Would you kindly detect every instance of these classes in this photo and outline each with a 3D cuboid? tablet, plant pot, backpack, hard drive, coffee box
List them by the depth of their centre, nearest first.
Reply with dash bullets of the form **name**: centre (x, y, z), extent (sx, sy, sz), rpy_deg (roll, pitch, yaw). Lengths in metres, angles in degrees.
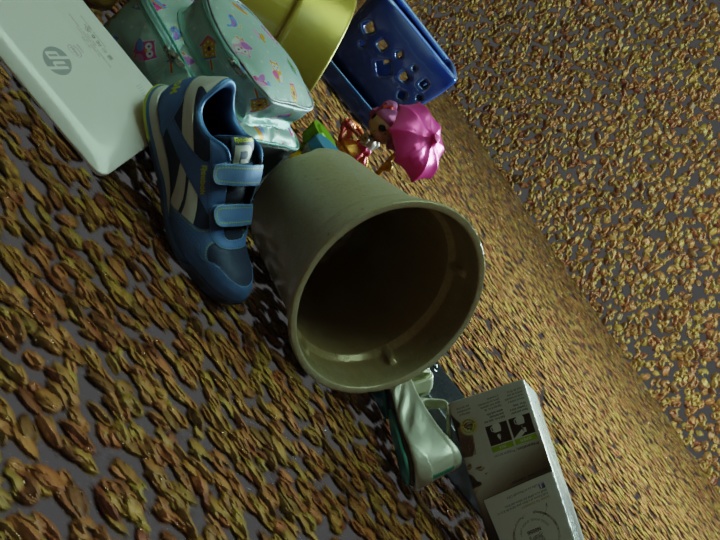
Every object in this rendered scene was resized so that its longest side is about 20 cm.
- **tablet**: centre (-0.247, -0.180, 1.212), extent (0.200, 0.014, 0.130), rpy_deg (50, 37, -5)
- **coffee box**: centre (0.154, 0.215, 1.351), extent (0.113, 0.079, 0.202), rpy_deg (43, 29, -72)
- **backpack**: centre (-0.153, -0.180, 1.358), extent (0.200, 0.153, 0.176), rpy_deg (47, 17, 11)
- **plant pot**: centre (-0.013, -0.018, 1.362), extent (0.200, 0.201, 0.184), rpy_deg (40, 5, -42)
- **hard drive**: centre (0.103, 0.174, 1.519), extent (0.201, 0.042, 0.135), rpy_deg (53, 12, 6)
- **plant pot**: centre (-0.134, -0.284, 1.652), extent (0.188, 0.201, 0.201), rpy_deg (32, 17, -14)
- **plant pot**: centre (0.039, -0.359, 2.479), extent (0.200, 0.179, 0.200), rpy_deg (49, 13, -11)

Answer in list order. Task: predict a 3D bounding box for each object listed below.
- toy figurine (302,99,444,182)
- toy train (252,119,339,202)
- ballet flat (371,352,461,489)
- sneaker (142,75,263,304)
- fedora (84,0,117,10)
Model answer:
- **toy figurine**: centre (0.013, -0.138, 1.748), extent (0.150, 0.184, 0.201), rpy_deg (37, 18, -49)
- **toy train**: centre (-0.075, -0.117, 1.526), extent (0.085, 0.115, 0.200), rpy_deg (47, 13, -20)
- **ballet flat**: centre (0.048, 0.127, 1.383), extent (0.069, 0.069, 0.201), rpy_deg (41, 18, -40)
- **sneaker**: centre (-0.123, -0.071, 1.216), extent (0.074, 0.082, 0.202), rpy_deg (-11, 84, -63)
- **fedora**: centre (-0.268, -0.293, 1.323), extent (0.199, 0.083, 0.201), rpy_deg (19, -5, 2)
